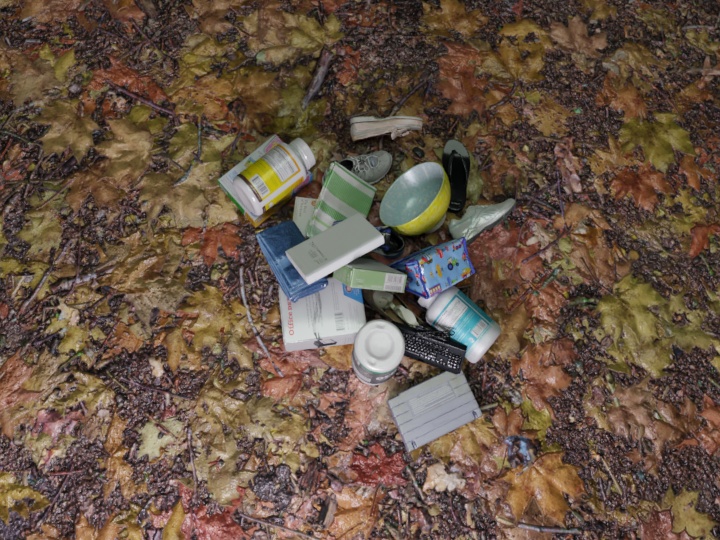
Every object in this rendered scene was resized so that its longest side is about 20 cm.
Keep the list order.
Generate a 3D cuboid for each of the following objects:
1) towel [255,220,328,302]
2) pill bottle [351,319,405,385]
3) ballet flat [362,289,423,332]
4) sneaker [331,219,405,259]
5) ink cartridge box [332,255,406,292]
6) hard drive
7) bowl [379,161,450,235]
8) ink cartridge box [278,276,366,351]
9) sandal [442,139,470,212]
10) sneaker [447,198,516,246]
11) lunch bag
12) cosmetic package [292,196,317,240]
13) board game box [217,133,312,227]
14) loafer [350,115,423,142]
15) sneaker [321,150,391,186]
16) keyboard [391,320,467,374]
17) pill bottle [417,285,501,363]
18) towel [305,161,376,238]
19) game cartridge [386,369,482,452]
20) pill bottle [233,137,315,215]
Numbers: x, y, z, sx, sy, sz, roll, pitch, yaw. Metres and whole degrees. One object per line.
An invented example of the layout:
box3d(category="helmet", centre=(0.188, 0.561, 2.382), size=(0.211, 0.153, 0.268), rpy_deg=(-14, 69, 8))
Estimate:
box3d(category="towel", centre=(-0.161, -0.027, 1.588), size=(0.110, 0.049, 0.202), rpy_deg=(-24, 61, -18))
box3d(category="pill bottle", centre=(0.035, 0.191, 1.518), size=(0.110, 0.201, 0.116), rpy_deg=(1, 70, -3))
box3d(category="ballet flat", centre=(0.082, 0.087, 1.628), size=(0.199, 0.067, 0.068), rpy_deg=(40, 72, 10))
box3d(category="sneaker", centre=(0.025, -0.081, 1.616), size=(0.194, 0.115, 0.083), rpy_deg=(11, 83, -10))
box3d(category="ink cartridge box", centre=(0.000, 0.000, 1.573), size=(0.142, 0.199, 0.049), rpy_deg=(6, 99, -28))
box3d(category="hard drive", centre=(-0.059, -0.053, 1.528), size=(0.197, 0.027, 0.132), rpy_deg=(-29, 38, -13))
box3d(category="bowl", centre=(0.155, -0.158, 1.685), size=(0.108, 0.198, 0.203), rpy_deg=(43, 68, -33))
box3d(category="ink cartridge box", centre=(-0.090, 0.101, 1.601), size=(0.194, 0.084, 0.149), rpy_deg=(-6, 69, -6))
box3d(category="sandal", centre=(0.255, -0.253, 1.771), size=(0.074, 0.043, 0.206), rpy_deg=(1, 71, -4))
box3d(category="sneaker", centre=(0.310, -0.139, 1.723), size=(0.197, 0.071, 0.081), rpy_deg=(-31, 73, -13))
box3d(category="lunch bag", centre=(0.149, -0.010, 1.612), size=(0.148, 0.199, 0.096), rpy_deg=(-25, 104, -25))
box3d(category="cosmetic package", centre=(-0.134, -0.078, 1.679), size=(0.080, 0.051, 0.206), rpy_deg=(6, 71, -3))
box3d(category="board game box", centre=(-0.242, -0.231, 1.729), size=(0.199, 0.040, 0.153), rpy_deg=(-40, 78, -16))
box3d(category="loafer", centre=(0.069, -0.372, 1.794), size=(0.194, 0.072, 0.065), rpy_deg=(0, 87, 3))
box3d(category="sneaker", centre=(-0.005, -0.259, 1.733), size=(0.196, 0.082, 0.076), rpy_deg=(-25, 74, -12))
box3d(category="keyboard", centre=(0.146, 0.174, 1.571), size=(0.195, 0.107, 0.040), rpy_deg=(17, 26, 14))
box3d(category="pill bottle", centre=(0.230, 0.114, 1.607), size=(0.199, 0.111, 0.111), rpy_deg=(42, 73, 11))
box3d(category="towel", centre=(-0.046, -0.146, 1.675), size=(0.151, 0.023, 0.205), rpy_deg=(28, 74, -30))
box3d(category="game cartridge", centre=(0.171, 0.319, 1.573), size=(0.196, 0.039, 0.132), rpy_deg=(-22, 70, -11))
box3d(category="pill bottle", centre=(-0.207, -0.235, 1.653), size=(0.199, 0.110, 0.110), rpy_deg=(-40, 77, -16))
